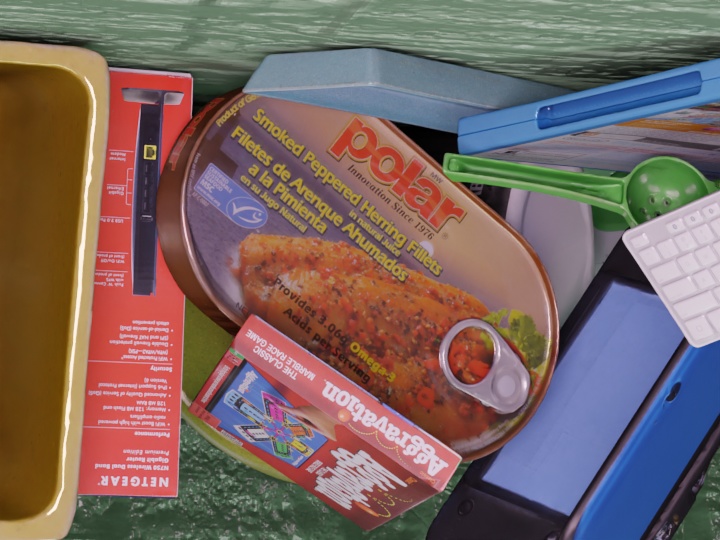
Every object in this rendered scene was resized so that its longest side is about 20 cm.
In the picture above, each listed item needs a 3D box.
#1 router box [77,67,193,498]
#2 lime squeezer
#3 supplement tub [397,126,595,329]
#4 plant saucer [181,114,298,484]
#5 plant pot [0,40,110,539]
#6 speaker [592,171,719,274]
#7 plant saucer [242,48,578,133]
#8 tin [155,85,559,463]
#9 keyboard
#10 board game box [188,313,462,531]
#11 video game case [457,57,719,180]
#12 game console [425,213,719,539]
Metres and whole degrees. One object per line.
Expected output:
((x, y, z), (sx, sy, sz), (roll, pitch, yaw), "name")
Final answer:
((-0.128, 0.009, 1.292), (0.049, 0.181, 0.200), (3, 176, -20), "router box")
((0.138, -0.039, 1.131), (0.199, 0.038, 0.071), (-3, 142, 24), "lime squeezer")
((0.003, -0.008, 1.384), (0.199, 0.123, 0.122), (2, 176, 27), "supplement tub")
((-0.031, 0.020, 1.322), (0.199, 0.201, 0.031), (1, -155, 26), "plant saucer")
((-0.227, -0.002, 1.192), (0.193, 0.197, 0.200), (4, -177, -19), "plant pot")
((0.178, -0.018, 1.402), (0.088, 0.089, 0.200), (4, 176, -21), "speaker")
((0.042, -0.071, 1.194), (0.070, 0.019, 0.200), (0, 175, 39), "plant saucer")
((0.000, 0.000, 1.228), (0.200, 0.112, 0.042), (40, 166, -23), "tin")
((0.190, -0.025, 1.066), (0.200, 0.056, 0.011), (-24, -168, 36), "keyboard")
((-0.019, 0.069, 1.232), (0.103, 0.019, 0.200), (33, 167, -1), "board game box")
((0.153, -0.060, 1.126), (0.143, 0.018, 0.200), (4, 172, -36), "video game case")
((0.107, 0.042, 1.230), (0.170, 0.200, 0.118), (19, 159, 48), "game console")
